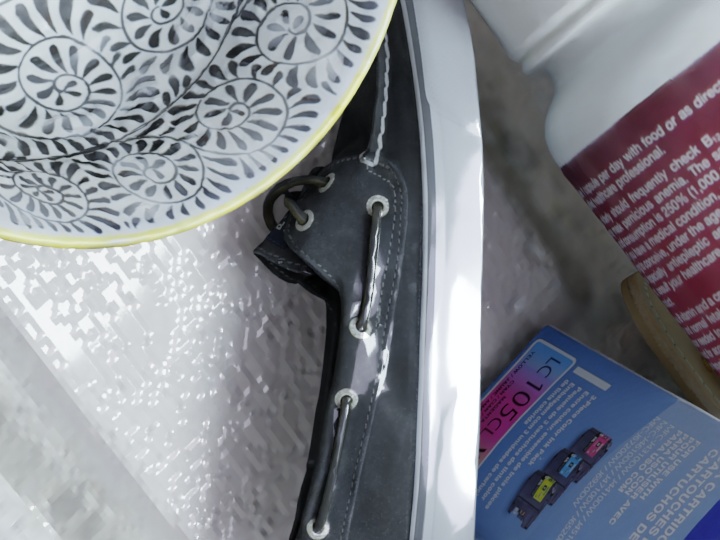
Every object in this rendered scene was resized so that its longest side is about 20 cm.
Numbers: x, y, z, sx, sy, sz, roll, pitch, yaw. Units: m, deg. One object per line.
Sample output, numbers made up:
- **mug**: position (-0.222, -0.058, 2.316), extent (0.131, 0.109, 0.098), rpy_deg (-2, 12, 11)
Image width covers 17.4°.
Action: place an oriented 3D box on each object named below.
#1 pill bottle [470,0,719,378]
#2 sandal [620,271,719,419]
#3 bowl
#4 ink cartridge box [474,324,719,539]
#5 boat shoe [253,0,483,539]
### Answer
- **pill bottle**: position (0.128, -0.034, 0.706), extent (0.114, 0.114, 0.200), rpy_deg (-37, 89, -24)
- **sandal**: position (0.176, 0.056, 0.812), extent (0.070, 0.078, 0.212), rpy_deg (-34, 116, 16)
- **bowl**: position (-0.093, -0.109, 0.638), extent (0.201, 0.094, 0.201), rpy_deg (-3, 96, -32)
- **ink cartridge box**: position (0.118, 0.105, 0.718), extent (0.136, 0.200, 0.076), rpy_deg (43, 84, -26)
- **boat shoe**: position (0.000, 0.000, 0.725), extent (0.066, 0.070, 0.200), rpy_deg (1, 88, -8)
